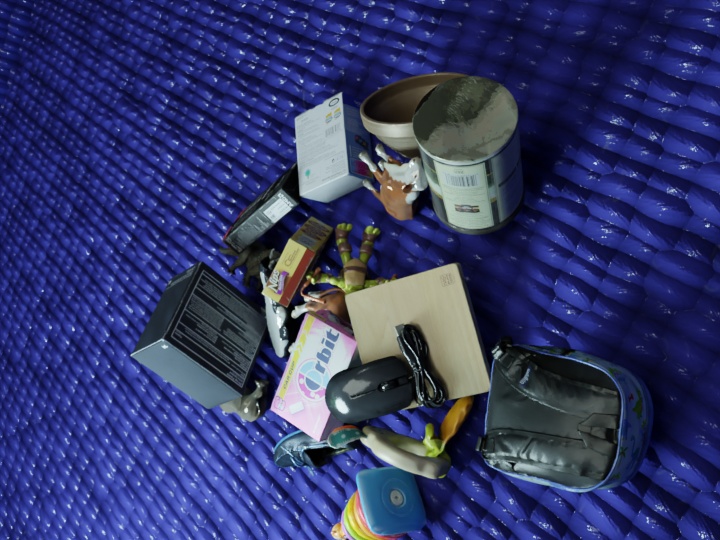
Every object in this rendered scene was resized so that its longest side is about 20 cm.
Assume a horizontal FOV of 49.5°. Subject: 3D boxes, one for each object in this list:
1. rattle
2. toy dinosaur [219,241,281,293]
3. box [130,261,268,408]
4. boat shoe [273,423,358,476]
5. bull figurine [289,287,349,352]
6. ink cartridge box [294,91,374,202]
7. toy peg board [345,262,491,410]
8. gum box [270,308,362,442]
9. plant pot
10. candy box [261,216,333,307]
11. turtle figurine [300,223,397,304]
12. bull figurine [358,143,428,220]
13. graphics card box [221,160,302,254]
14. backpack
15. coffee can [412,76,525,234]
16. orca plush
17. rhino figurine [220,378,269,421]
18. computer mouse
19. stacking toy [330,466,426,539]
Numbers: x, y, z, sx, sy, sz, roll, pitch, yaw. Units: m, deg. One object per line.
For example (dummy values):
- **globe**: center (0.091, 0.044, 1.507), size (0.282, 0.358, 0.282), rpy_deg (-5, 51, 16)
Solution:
- **rattle**: center (0.057, 0.238, 1.232), size (0.200, 0.130, 0.143), rpy_deg (21, 110, 23)
- **toy dinosaur**: center (-0.220, -0.018, 1.626), size (0.200, 0.077, 0.102), rpy_deg (34, 94, 47)
- **box**: center (-0.306, 0.128, 1.527), size (0.123, 0.200, 0.199), rpy_deg (-26, 33, 38)
- **boat shoe**: center (-0.088, 0.323, 1.407), size (0.200, 0.084, 0.069), rpy_deg (-36, 47, 36)
- **bull figurine**: center (-0.066, 0.129, 1.422), size (0.121, 0.065, 0.200), rpy_deg (7, 88, 29)
- **ink cartridge box**: center (-0.052, -0.247, 1.492), size (0.136, 0.076, 0.200), rpy_deg (-19, 71, 40)
- **toy peg board**: center (0.105, 0.107, 1.253), size (0.199, 0.098, 0.200), rpy_deg (-17, 85, 25)
- **gum box**: center (-0.062, 0.174, 1.333), size (0.113, 0.066, 0.200), rpy_deg (28, 104, 28)
- **plant pot**: center (0.106, -0.247, 1.298), size (0.201, 0.201, 0.093), rpy_deg (22, 138, 44)
- **candy box**: center (-0.111, -0.021, 1.433), size (0.056, 0.200, 0.117), rpy_deg (28, 107, -2)
- **turtle figurine**: center (0.000, 0.000, 1.381), size (0.200, 0.064, 0.161), rpy_deg (2, 62, 4)
- **bull figurine**: center (0.058, -0.146, 1.296), size (0.065, 0.200, 0.121), rpy_deg (-38, 75, -13)
- **graphics card box**: center (-0.184, -0.127, 1.571), size (0.200, 0.051, 0.126), rpy_deg (-37, 18, 33)
- **backpack**: center (0.280, 0.195, 1.033), size (0.200, 0.147, 0.183), rpy_deg (7, 86, 48)
- **coffee can**: center (0.164, -0.164, 1.149), size (0.146, 0.200, 0.147), rpy_deg (-6, 62, 11)
- **orca plush**: center (-0.147, 0.067, 1.512), size (0.105, 0.071, 0.200), rpy_deg (1, 108, 63)
- **rhino figurine**: center (-0.258, 0.252, 1.604), size (0.200, 0.060, 0.088), rpy_deg (9, 85, 46)
- **computer mouse**: center (0.020, 0.178, 1.213), size (0.200, 0.053, 0.139), rpy_deg (-26, 82, 24)
- **stacking toy**: center (0.007, 0.412, 1.300), size (0.200, 0.116, 0.110), rpy_deg (-46, 50, 42)
